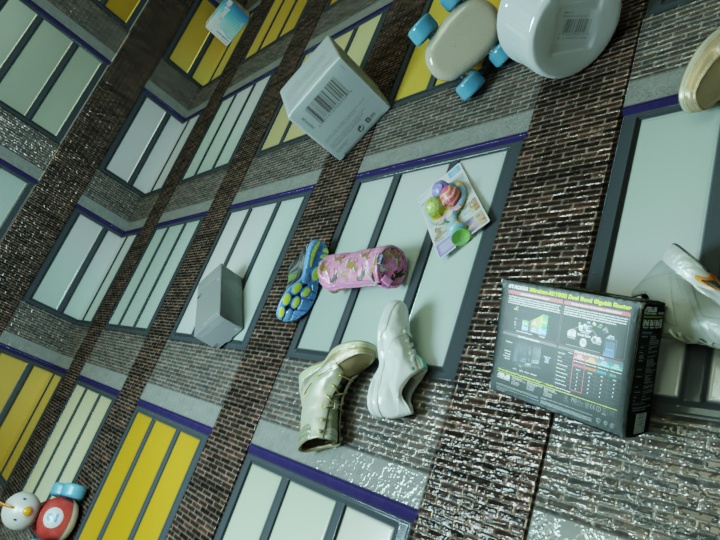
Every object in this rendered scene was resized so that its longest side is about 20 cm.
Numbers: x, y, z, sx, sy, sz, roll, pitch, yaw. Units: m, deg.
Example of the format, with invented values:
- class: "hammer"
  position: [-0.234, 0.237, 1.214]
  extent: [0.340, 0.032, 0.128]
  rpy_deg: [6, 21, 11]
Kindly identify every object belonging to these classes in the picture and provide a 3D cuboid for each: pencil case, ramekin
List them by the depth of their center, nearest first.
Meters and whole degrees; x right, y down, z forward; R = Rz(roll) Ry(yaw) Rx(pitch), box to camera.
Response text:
- class: "ramekin"
  position: [0.343, -0.433, 0.977]
  extent: [0.200, 0.199, 0.099]
  rpy_deg: [-42, 44, 18]
- class: "pencil case"
  position: [0.000, 0.000, 1.138]
  extent: [0.198, 0.085, 0.085]
  rpy_deg: [-6, 88, 48]

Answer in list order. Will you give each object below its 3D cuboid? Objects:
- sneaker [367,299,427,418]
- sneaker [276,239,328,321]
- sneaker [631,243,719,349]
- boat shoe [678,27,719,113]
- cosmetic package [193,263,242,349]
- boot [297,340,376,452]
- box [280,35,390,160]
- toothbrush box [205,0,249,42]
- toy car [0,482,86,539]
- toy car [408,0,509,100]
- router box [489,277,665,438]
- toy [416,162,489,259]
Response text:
- class: "sneaker"
  position: [0.073, 0.146, 0.952]
  extent: [0.087, 0.075, 0.204]
  rpy_deg: [-6, 62, 33]
- class: "sneaker"
  position: [-0.134, 0.026, 1.300]
  extent: [0.082, 0.070, 0.203]
  rpy_deg: [-16, 48, 61]
- class: "sneaker"
  position: [0.384, 0.061, 0.638]
  extent: [0.092, 0.075, 0.201]
  rpy_deg: [-50, 27, 22]
- class: "boat shoe"
  position: [0.512, -0.295, 0.760]
  extent: [0.201, 0.073, 0.069]
  rpy_deg: [-52, 29, 5]
- class: "cosmetic package"
  position: [-0.373, 0.094, 1.509]
  extent: [0.106, 0.090, 0.202]
  rpy_deg: [-38, 35, 18]
- class: "boot"
  position: [-0.043, 0.225, 1.013]
  extent: [0.199, 0.071, 0.157]
  rpy_deg: [-36, 38, 34]
- class: "box"
  position: [-0.068, -0.444, 1.479]
  extent: [0.199, 0.199, 0.173]
  rpy_deg: [-43, 38, 18]
- class: "toothbrush box"
  position: [-0.700, -1.319, 3.013]
  extent: [0.199, 0.146, 0.086]
  rpy_deg: [-41, 36, 21]
- class: "toy car"
  position: [-0.900, 0.667, 1.567]
  extent: [0.175, 0.199, 0.187]
  rpy_deg: [-18, 49, 41]
- class: "toy car"
  position: [0.217, -0.492, 1.240]
  extent: [0.177, 0.184, 0.200]
  rpy_deg: [-43, 8, 16]
- class: "router box"
  position: [0.259, 0.098, 0.709]
  extent: [0.198, 0.061, 0.153]
  rpy_deg: [12, 97, 53]
- class: "toy"
  position: [0.159, -0.125, 1.073]
  extent: [0.115, 0.047, 0.202]
  rpy_deg: [-38, 39, 21]
